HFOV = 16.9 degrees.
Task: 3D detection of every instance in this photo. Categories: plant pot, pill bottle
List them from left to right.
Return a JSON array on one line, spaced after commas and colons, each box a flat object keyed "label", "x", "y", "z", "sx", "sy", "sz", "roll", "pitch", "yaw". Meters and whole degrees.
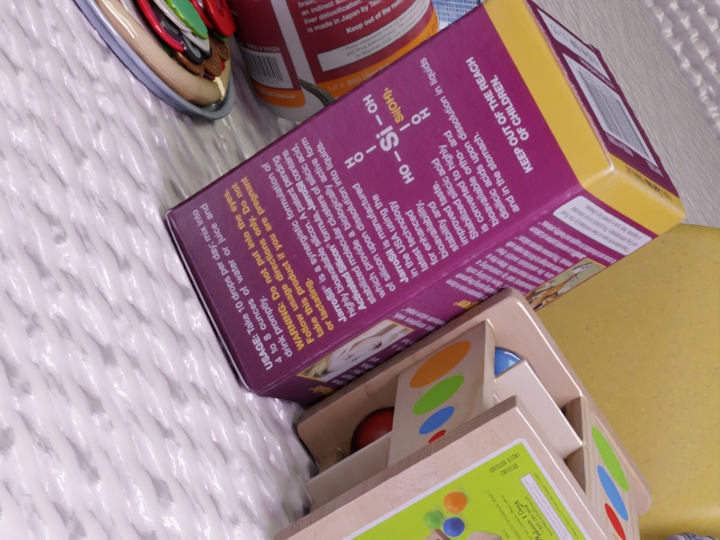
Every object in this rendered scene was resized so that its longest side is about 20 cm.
[{"label": "pill bottle", "x": -0.034, "y": -0.193, "z": 1.329, "sx": 0.113, "sy": 0.112, "sz": 0.201, "roll": -94, "pitch": 166, "yaw": -61}, {"label": "plant pot", "x": 0.184, "y": 0.096, "z": 1.237, "sx": 0.194, "sy": 0.199, "sz": 0.197, "roll": 52, "pitch": 45, "yaw": -45}]

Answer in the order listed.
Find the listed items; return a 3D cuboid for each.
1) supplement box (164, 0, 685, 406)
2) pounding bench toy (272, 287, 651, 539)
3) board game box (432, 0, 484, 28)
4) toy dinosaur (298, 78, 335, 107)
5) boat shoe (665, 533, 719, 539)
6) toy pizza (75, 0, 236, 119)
[{"label": "supplement box", "x": 0.033, "y": -0.026, "z": 1.131, "sx": 0.104, "sy": 0.199, "sz": 0.131, "roll": 63, "pitch": 15, "yaw": 18}, {"label": "pounding bench toy", "x": 0.071, "y": 0.137, "z": 1.085, "sx": 0.201, "sy": 0.124, "sz": 0.156, "roll": 55, "pitch": 14, "yaw": -14}, {"label": "board game box", "x": 0.025, "y": -0.204, "z": 1.516, "sx": 0.198, "sy": 0.062, "sz": 0.201, "roll": 5, "pitch": 39, "yaw": -17}, {"label": "toy dinosaur", "x": 0.000, "y": 0.000, "z": 1.269, "sx": 0.201, "sy": 0.077, "sz": 0.102, "roll": 57, "pitch": 2, "yaw": 11}, {"label": "boat shoe", "x": 0.161, "y": 0.213, "z": 1.136, "sx": 0.071, "sy": 0.069, "sz": 0.202, "roll": -108, "pitch": -155, "yaw": -64}, {"label": "toy pizza", "x": -0.117, "y": -0.169, "z": 1.254, "sx": 0.201, "sy": 0.032, "sz": 0.201, "roll": 54, "pitch": 15, "yaw": -22}]
